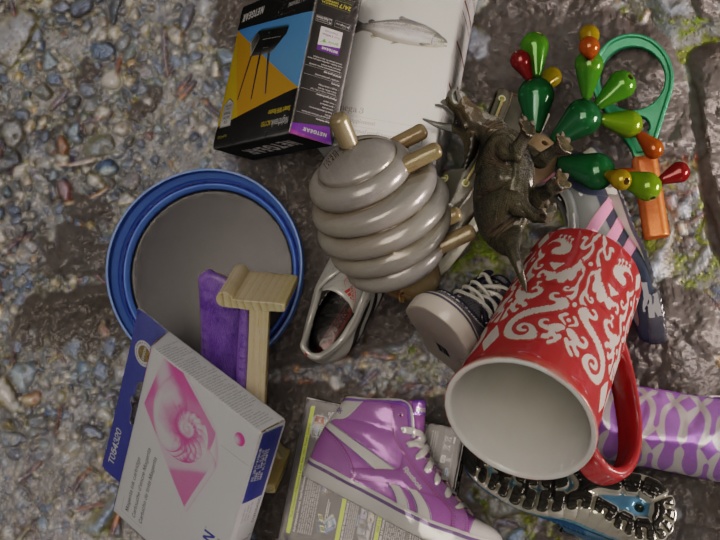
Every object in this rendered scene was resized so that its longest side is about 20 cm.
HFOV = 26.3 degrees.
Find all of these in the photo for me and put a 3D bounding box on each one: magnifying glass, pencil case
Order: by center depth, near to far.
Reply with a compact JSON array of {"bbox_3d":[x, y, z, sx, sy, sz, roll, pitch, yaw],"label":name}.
[{"bbox_3d":[0.267,0.139,1.420,0.199,0.084,0.086,9,93,10],"label":"pencil case"},{"bbox_3d":[0.271,-0.130,1.489,0.079,0.022,0.201,-8,80,7],"label":"magnifying glass"}]

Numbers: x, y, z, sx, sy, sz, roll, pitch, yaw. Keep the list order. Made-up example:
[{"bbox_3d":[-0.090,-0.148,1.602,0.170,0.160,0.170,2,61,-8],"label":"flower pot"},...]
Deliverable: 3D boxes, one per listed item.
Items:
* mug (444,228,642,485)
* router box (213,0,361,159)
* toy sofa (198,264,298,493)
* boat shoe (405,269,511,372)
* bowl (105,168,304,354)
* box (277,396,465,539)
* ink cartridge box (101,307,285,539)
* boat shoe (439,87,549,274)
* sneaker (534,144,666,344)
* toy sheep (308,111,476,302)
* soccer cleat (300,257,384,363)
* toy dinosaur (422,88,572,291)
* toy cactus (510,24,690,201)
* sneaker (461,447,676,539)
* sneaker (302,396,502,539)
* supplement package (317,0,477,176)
[{"bbox_3d":[0.173,0.081,1.352,0.133,0.200,0.178,-1,127,28],"label":"mug"},{"bbox_3d":[-0.071,-0.188,1.461,0.051,0.200,0.150,13,84,-24],"label":"router box"},{"bbox_3d":[-0.114,0.102,1.445,0.097,0.083,0.201,6,110,5],"label":"toy sofa"},{"bbox_3d":[0.100,0.032,1.406,0.075,0.200,0.093,37,82,12],"label":"boat shoe"},{"bbox_3d":[-0.151,0.001,1.525,0.199,0.039,0.202,-1,83,9],"label":"bowl"},{"bbox_3d":[0.007,0.234,1.469,0.159,0.044,0.201,10,84,10],"label":"box"},{"bbox_3d":[-0.172,0.169,1.431,0.199,0.043,0.197,33,122,28],"label":"ink cartridge box"},{"bbox_3d":[0.105,-0.081,1.478,0.060,0.072,0.202,34,82,1],"label":"boat shoe"},{"bbox_3d":[0.224,-0.014,1.455,0.082,0.070,0.201,-20,72,-1],"label":"sneaker"},{"bbox_3d":[0.020,-0.057,1.375,0.137,0.138,0.201,-23,114,5],"label":"toy sheep"},{"bbox_3d":[0.000,0.000,1.465,0.068,0.085,0.201,30,98,10],"label":"soccer cleat"},{"bbox_3d":[0.132,-0.071,1.364,0.102,0.077,0.201,-27,69,45],"label":"toy dinosaur"},{"bbox_3d":[0.190,-0.125,1.415,0.165,0.102,0.200,-37,84,1],"label":"toy cactus"},{"bbox_3d":[0.183,0.212,1.417,0.199,0.090,0.079,23,60,4],"label":"sneaker"},{"bbox_3d":[0.056,0.182,1.411,0.200,0.073,0.115,27,84,10],"label":"sneaker"},{"bbox_3d":[0.037,-0.197,1.482,0.116,0.117,0.201,9,84,9],"label":"supplement package"}]
